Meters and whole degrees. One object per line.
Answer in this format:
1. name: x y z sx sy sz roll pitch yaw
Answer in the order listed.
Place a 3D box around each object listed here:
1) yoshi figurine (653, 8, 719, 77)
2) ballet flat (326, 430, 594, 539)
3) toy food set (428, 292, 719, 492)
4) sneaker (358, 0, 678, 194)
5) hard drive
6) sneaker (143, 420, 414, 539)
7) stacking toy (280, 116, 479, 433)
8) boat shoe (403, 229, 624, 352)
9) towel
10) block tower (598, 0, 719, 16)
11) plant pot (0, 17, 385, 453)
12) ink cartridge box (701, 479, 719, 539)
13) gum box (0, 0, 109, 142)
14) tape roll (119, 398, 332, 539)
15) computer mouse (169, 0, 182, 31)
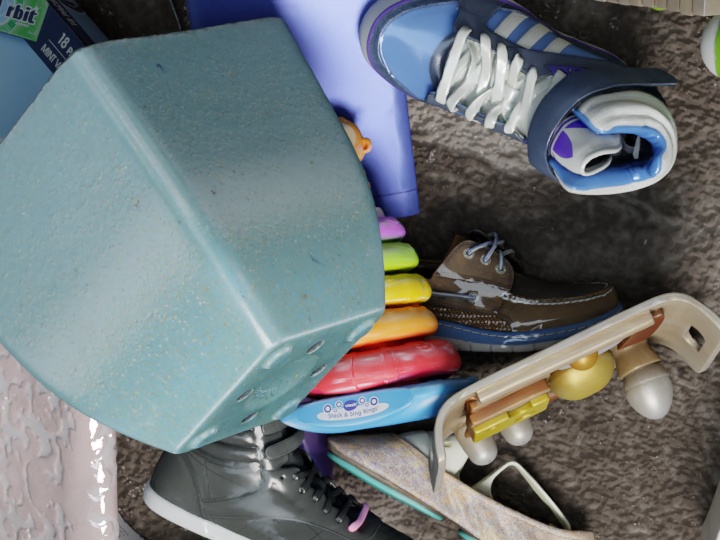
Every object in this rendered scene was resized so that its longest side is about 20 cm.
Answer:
1. yoshi figurine: 0.243 -0.182 1.569 0.112 0.112 0.201 -10 88 -32
2. ballet flat: 0.073 0.149 1.685 0.200 0.068 0.067 33 87 -6
3. toy food set: 0.134 0.085 1.585 0.200 0.144 0.061 -25 79 -4
4. sneaker: 0.104 -0.108 1.540 0.199 0.147 0.081 17 110 -17
5. hard drive: -0.037 -0.119 1.608 0.131 0.025 0.201 -9 119 -2
6. sneaker: -0.038 0.138 1.620 0.199 0.071 0.099 19 111 7
7. stacking toy: 0.000 0.000 1.586 0.116 0.110 0.201 -10 86 19
8. boat shoe: 0.073 0.013 1.639 0.199 0.072 0.073 -3 102 9
9. towel: -0.236 0.093 1.661 0.191 0.032 0.201 14 113 36
10. block tower: 0.154 -0.196 1.531 0.200 0.054 0.058 17 112 46
11. plant pot: -0.103 -0.007 1.497 0.196 0.196 0.200 -46 72 34
12. ink cartridge box: 0.279 0.105 1.614 0.059 0.104 0.201 17 105 4
13. gum box: -0.257 -0.106 1.630 0.200 0.045 0.170 -53 56 16
14. tape roll: -0.121 0.144 1.705 0.199 0.066 0.201 2 104 9
15. computer mouse: -0.130 -0.179 1.642 0.058 0.034 0.201 -16 102 11
